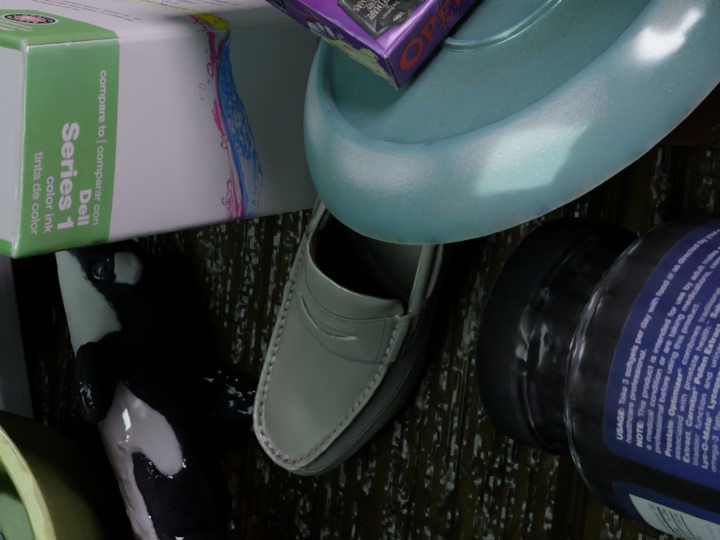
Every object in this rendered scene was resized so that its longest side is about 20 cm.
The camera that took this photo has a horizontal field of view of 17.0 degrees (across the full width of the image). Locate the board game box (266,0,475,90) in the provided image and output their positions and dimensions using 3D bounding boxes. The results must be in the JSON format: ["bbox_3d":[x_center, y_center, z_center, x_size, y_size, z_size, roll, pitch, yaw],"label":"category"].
[{"bbox_3d":[0.031,-0.171,0.860,0.120,0.032,0.200,36,78,22],"label":"board game box"}]

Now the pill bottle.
[{"bbox_3d":[0.141,0.044,0.812,0.200,0.112,0.112,17,106,39],"label":"pill bottle"}]

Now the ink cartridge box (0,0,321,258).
[{"bbox_3d":[-0.106,-0.069,0.964,0.145,0.200,0.084,16,108,40],"label":"ink cartridge box"}]

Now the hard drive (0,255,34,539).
[{"bbox_3d":[-0.210,0.081,1.186,0.132,0.027,0.200,-10,88,42],"label":"hard drive"}]

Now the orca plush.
[{"bbox_3d":[-0.073,0.070,1.033,0.071,0.105,0.200,-19,59,5],"label":"orca plush"}]

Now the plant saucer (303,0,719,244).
[{"bbox_3d":[0.057,-0.095,0.844,0.200,0.027,0.200,-27,37,23],"label":"plant saucer"}]

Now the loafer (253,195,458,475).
[{"bbox_3d":[0.000,0.000,0.958,0.070,0.070,0.200,35,118,24],"label":"loafer"}]

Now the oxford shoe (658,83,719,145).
[{"bbox_3d":[0.132,-0.083,0.851,0.200,0.071,0.071,-9,115,43],"label":"oxford shoe"}]

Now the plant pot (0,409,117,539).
[{"bbox_3d":[-0.190,0.128,1.044,0.200,0.190,0.200,0,90,14],"label":"plant pot"}]
